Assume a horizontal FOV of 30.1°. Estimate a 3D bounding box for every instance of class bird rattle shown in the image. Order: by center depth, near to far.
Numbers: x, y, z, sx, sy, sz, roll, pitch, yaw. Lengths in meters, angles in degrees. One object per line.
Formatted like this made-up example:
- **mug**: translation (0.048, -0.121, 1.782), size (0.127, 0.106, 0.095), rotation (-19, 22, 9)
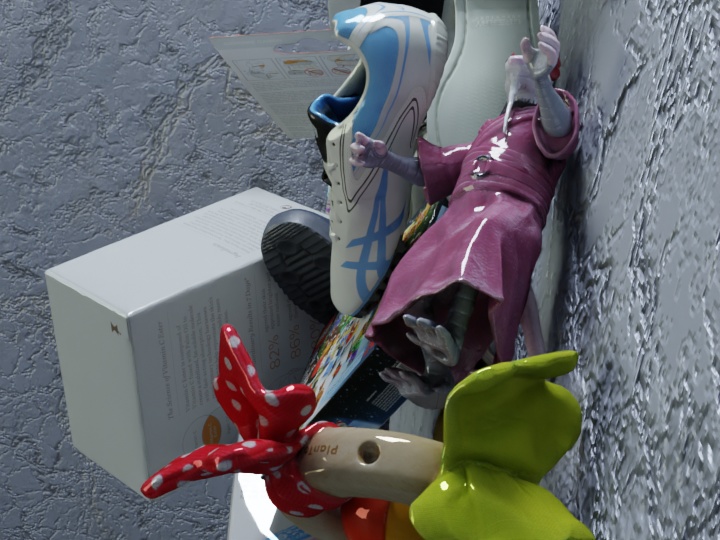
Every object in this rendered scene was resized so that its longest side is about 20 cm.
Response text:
- **bird rattle**: translation (0.010, 0.107, 0.615), size (0.163, 0.198, 0.113), rotation (64, -154, -53)

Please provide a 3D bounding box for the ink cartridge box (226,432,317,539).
- **ink cartridge box**: translation (-0.049, 0.231, 0.934), size (0.148, 0.085, 0.201), rotation (88, -176, -49)

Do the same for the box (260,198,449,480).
- **box**: translation (0.009, 0.046, 0.852), size (0.200, 0.038, 0.137), rotation (-52, 12, 47)

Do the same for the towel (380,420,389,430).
- **towel**: translation (0.005, 0.176, 0.970), size (0.147, 0.024, 0.202), rotation (-94, 6, -82)

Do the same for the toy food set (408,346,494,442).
- **toy food set**: translation (0.043, 0.116, 0.880), size (0.144, 0.060, 0.202), rotation (-101, 21, -76)

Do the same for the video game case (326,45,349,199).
- **video game case**: translation (0.024, -0.144, 1.305), size (0.143, 0.018, 0.202), rotation (28, -115, -54)

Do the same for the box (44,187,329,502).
- **box**: translation (-0.113, 0.048, 0.993), size (0.106, 0.199, 0.153), rotation (23, 126, 42)

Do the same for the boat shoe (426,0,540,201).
- **boat shoe**: translation (0.080, -0.125, 0.824), size (0.060, 0.075, 0.202), rotation (81, -163, -76)

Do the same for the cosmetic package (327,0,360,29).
- **cosmetic package**: translation (0.022, -0.293, 0.972), size (0.151, 0.051, 0.201), rotation (-50, -38, -53)

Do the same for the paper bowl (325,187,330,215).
- **paper bowl**: translation (0.019, -0.016, 1.135), size (0.201, 0.104, 0.202), rotation (-172, 90, -85)

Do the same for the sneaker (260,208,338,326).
- **sneaker**: translation (0.000, 0.000, 0.978), size (0.200, 0.070, 0.082), rotation (43, -138, -40)

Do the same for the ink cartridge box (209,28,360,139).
- **ink cartridge box**: translation (-0.015, -0.167, 1.095), size (0.200, 0.161, 0.051), rotation (51, -139, -64)

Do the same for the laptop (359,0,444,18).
- **laptop**: translation (0.059, -0.249, 1.000), size (0.200, 0.115, 0.189), rotation (-150, 69, -85)

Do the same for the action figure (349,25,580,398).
- **action figure**: translation (0.079, -0.032, 0.695), size (0.134, 0.149, 0.201), rotation (-11, 47, 50)

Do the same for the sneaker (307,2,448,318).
- **sneaker**: translation (0.001, -0.063, 0.785), size (0.072, 0.072, 0.201), rotation (-87, 6, -58)

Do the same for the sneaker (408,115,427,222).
- **sneaker**: translation (0.062, -0.093, 0.922), size (0.074, 0.079, 0.202), rotation (-96, 17, -79)
